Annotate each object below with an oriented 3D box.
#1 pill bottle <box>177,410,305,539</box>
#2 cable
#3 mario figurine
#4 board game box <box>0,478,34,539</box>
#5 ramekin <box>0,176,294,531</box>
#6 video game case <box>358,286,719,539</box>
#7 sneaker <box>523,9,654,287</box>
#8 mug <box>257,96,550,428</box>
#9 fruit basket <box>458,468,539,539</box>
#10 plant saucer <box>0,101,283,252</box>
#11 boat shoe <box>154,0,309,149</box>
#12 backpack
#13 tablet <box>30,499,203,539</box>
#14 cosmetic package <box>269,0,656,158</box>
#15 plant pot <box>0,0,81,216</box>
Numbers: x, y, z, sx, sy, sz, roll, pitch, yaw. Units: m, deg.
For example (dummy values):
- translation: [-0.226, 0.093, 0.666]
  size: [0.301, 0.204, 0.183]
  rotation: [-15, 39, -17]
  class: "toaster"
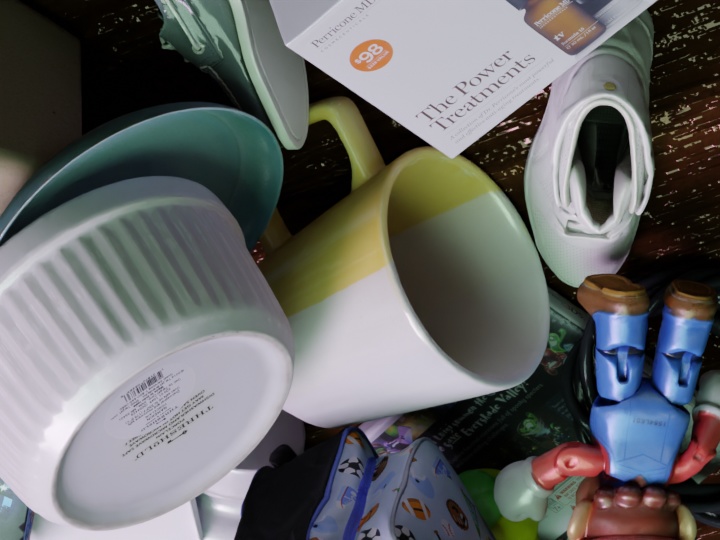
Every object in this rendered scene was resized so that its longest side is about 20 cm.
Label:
- translation: [-0.089, 0.173, 1.846]
  size: [0.112, 0.112, 0.200]
  rotation: [12, 129, 1]
  class: "pill bottle"
- translation: [0.216, 0.078, 1.735]
  size: [0.163, 0.051, 0.200]
  rotation: [-34, 111, 14]
  class: "cable"
- translation: [0.154, 0.101, 1.691]
  size: [0.123, 0.106, 0.200]
  rotation: [13, 102, 25]
  class: "mario figurine"
- translation: [-0.264, 0.069, 1.764]
  size: [0.200, 0.062, 0.200]
  rotation: [24, 99, -6]
  class: "board game box"
- translation: [-0.131, 0.055, 1.594]
  size: [0.200, 0.105, 0.200]
  rotation: [-27, 149, -18]
  class: "ramekin"
- translation: [0.114, 0.111, 1.818]
  size: [0.182, 0.023, 0.200]
  rotation: [34, 127, -17]
  class: "video game case"
- translation: [0.129, -0.046, 1.632]
  size: [0.074, 0.116, 0.200]
  rotation: [5, 130, 4]
  class: "sneaker"
- translation: [0.006, 0.006, 1.705]
  size: [0.153, 0.187, 0.149]
  rotation: [-26, 152, 37]
  class: "mug"
- translation: [0.060, 0.216, 1.811]
  size: [0.215, 0.156, 0.216]
  rotation: [17, 160, 6]
  class: "fruit basket"
- translation: [-0.135, -0.024, 1.612]
  size: [0.200, 0.027, 0.200]
  rotation: [-28, 149, -19]
  class: "plant saucer"
- translation: [-0.088, -0.153, 1.616]
  size: [0.062, 0.073, 0.200]
  rotation: [-14, 119, 22]
  class: "boat shoe"
- translation: [0.013, 0.204, 1.676]
  size: [0.154, 0.200, 0.191]
  rotation: [-19, 111, 23]
  class: "backpack"
- translation: [-0.189, 0.121, 1.815]
  size: [0.200, 0.014, 0.130]
  rotation: [-6, 100, 37]
  class: "tablet"
- translation: [0.073, -0.163, 1.536]
  size: [0.200, 0.052, 0.151]
  rotation: [-38, 135, 21]
  class: "cosmetic package"
- translation: [-0.262, -0.063, 1.650]
  size: [0.177, 0.200, 0.200]
  rotation: [12, 130, -16]
  class: "plant pot"
